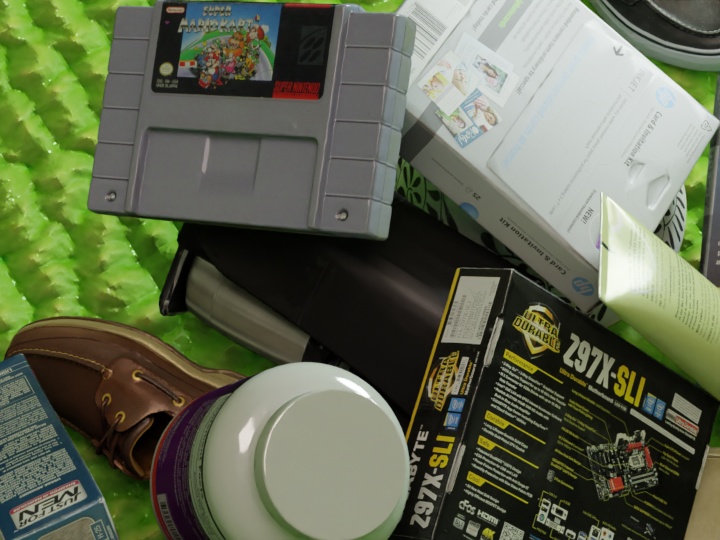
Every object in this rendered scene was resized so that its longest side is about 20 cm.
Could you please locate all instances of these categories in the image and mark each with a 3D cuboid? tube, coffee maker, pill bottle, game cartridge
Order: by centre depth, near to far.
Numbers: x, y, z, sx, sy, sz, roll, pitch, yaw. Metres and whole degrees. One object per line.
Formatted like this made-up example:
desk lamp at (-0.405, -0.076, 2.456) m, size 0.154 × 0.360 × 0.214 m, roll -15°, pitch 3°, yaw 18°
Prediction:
pill bottle at (-0.042, 0.110, 1.238) m, size 0.111 × 0.200 × 0.114 m, roll 3°, pitch 81°, yaw -18°
game cartridge at (-0.066, -0.089, 1.314) m, size 0.198 × 0.038 × 0.131 m, roll 5°, pitch 89°, yaw 32°
tube at (0.199, 0.035, 1.334) m, size 0.052 × 0.200 × 0.058 m, roll -53°, pitch 34°, yaw 0°
coffee maker at (0.000, 0.000, 1.367) m, size 0.199 × 0.193 × 0.135 m, roll 32°, pitch 51°, yaw 15°

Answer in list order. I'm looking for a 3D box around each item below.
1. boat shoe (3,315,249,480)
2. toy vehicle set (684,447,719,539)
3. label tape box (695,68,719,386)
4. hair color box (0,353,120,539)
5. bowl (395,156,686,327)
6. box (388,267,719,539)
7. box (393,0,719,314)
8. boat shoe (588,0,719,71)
boat shoe at (-0.131, 0.086, 1.380) m, size 0.198 × 0.072 × 0.068 m, roll 19°, pitch 42°, yaw 14°
toy vehicle set at (0.242, 0.202, 1.349) m, size 0.123 × 0.027 × 0.202 m, roll 3°, pitch 63°, yaw 3°
label tape box at (0.285, -0.023, 1.432) m, size 0.142 × 0.066 × 0.202 m, roll 5°, pitch 92°, yaw 4°
hair color box at (-0.179, 0.136, 1.297) m, size 0.060 × 0.101 × 0.200 m, roll -23°, pitch 28°, yaw -11°
bowl at (0.112, -0.065, 1.451) m, size 0.199 × 0.094 × 0.202 m, roll 0°, pitch 63°, yaw 0°
box at (0.112, 0.111, 1.302) m, size 0.049 × 0.199 × 0.161 m, roll -2°, pitch 65°, yaw 47°
box at (0.101, -0.096, 1.364) m, size 0.200 × 0.041 × 0.156 m, roll 39°, pitch 55°, yaw -4°
boat shoe at (0.179, -0.209, 1.535) m, size 0.200 × 0.071 × 0.072 m, roll 39°, pitch 70°, yaw 18°
